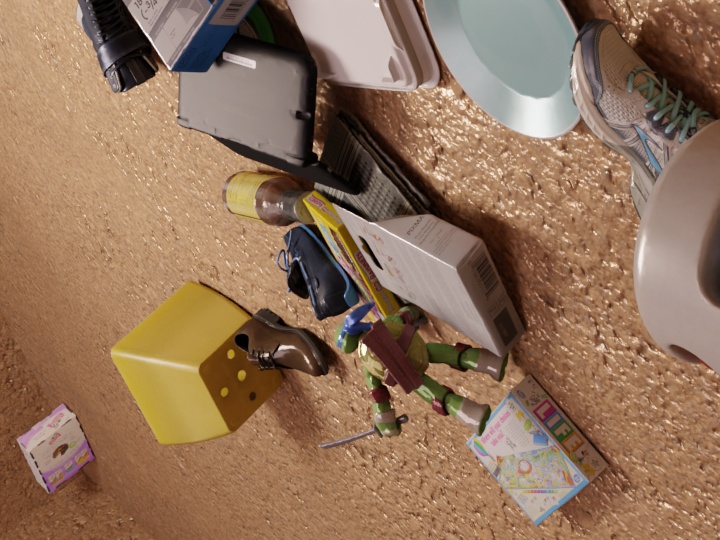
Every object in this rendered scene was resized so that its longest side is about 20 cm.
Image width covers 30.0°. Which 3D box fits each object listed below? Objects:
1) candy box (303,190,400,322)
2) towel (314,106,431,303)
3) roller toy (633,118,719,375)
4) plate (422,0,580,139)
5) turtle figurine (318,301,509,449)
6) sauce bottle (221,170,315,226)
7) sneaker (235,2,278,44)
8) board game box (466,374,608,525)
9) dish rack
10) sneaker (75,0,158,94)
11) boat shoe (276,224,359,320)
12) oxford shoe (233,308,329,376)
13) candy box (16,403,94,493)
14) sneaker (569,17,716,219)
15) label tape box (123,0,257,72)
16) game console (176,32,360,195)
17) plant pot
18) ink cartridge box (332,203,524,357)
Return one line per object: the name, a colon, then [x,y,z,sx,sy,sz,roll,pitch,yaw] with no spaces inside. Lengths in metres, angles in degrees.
candy box: [0.000,0.000,1.631,0.201,0.026,0.102,61,171,-34]
towel: [0.023,-0.074,1.544,0.193,0.034,0.200,52,159,12]
roller toy: [0.293,-0.005,0.926,0.139,0.182,0.202,23,142,48]
plate: [0.129,-0.206,1.161,0.200,0.025,0.201,42,154,25]
turtle figurine: [0.066,0.120,1.549,0.192,0.144,0.202,18,131,14]
sauce bottle: [-0.110,-0.089,1.714,0.199,0.064,0.065,17,138,58]
sneaker: [-0.165,-0.283,1.535,0.200,0.085,0.078,49,156,10]
board game box: [0.203,0.215,1.582,0.135,0.034,0.200,49,156,11]
dish rack: [-0.015,-0.252,1.346,0.199,0.043,0.173,16,136,54]
sneaker: [-0.322,-0.321,1.769,0.147,0.076,0.203,61,168,11]
boat shoe: [-0.069,-0.001,1.710,0.085,0.068,0.200,59,174,-26]
oxford shoe: [-0.120,0.126,2.010,0.199,0.084,0.073,20,138,50]
candy box: [-0.864,0.506,3.822,0.071,0.167,0.201,33,149,35]
sneaker: [0.238,-0.114,1.042,0.086,0.078,0.201,-10,122,51]
label tape box: [-0.198,-0.334,1.435,0.144,0.063,0.201,-47,68,33]
game console: [-0.099,-0.180,1.505,0.198,0.116,0.178,20,117,34]
plant pot: [-0.246,0.159,2.175,0.175,0.200,0.202,6,129,46]
ink cartridge box: [0.075,-0.005,1.467,0.199,0.057,0.163,36,164,42]
